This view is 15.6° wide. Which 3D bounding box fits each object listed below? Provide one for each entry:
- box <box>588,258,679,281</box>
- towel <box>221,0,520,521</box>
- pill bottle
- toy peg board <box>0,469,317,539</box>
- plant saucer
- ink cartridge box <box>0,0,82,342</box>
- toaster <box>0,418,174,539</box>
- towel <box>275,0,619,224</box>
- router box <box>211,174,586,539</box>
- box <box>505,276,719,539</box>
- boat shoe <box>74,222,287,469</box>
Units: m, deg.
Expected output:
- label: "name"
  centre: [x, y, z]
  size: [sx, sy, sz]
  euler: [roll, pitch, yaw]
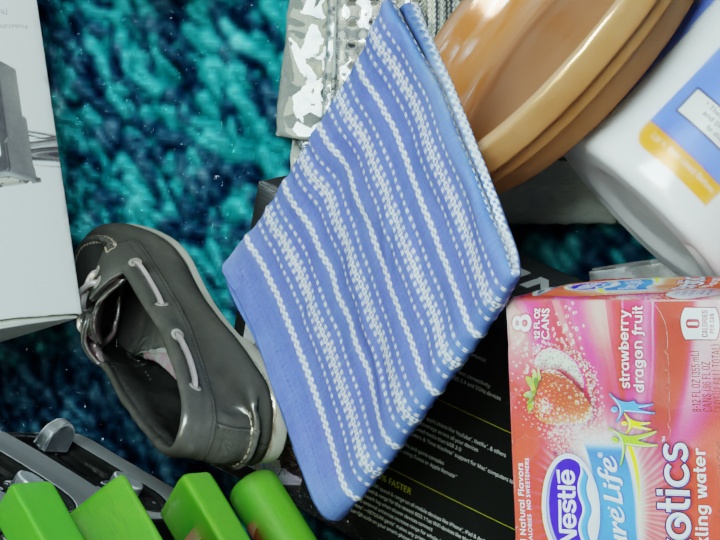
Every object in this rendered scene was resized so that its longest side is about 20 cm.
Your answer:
- label: "box"
  centre: [0.191, 0.089, 1.171]
  size: [0.157, 0.048, 0.201]
  euler: [-6, 85, 24]
- label: "towel"
  centre: [0.000, 0.000, 1.120]
  size: [0.200, 0.024, 0.145]
  euler: [-57, 46, 48]
- label: "pill bottle"
  centre: [0.189, -0.092, 1.127]
  size: [0.200, 0.112, 0.112]
  euler: [-46, 70, -4]
- label: "toy peg board"
  centre: [-0.104, 0.181, 1.191]
  size: [0.098, 0.199, 0.200]
  euler: [55, 128, 34]
- label: "plant saucer"
  centre: [0.086, -0.104, 1.137]
  size: [0.037, 0.200, 0.200]
  euler: [39, 107, -16]
- label: "ink cartridge box"
  centre: [-0.220, -0.057, 1.315]
  size: [0.145, 0.083, 0.201]
  euler: [-16, 81, 54]
- label: "toaster"
  centre: [-0.190, 0.172, 1.273]
  size: [0.118, 0.181, 0.201]
  euler: [33, 102, 27]
- label: "towel"
  centre: [0.052, -0.117, 1.249]
  size: [0.199, 0.034, 0.194]
  euler: [2, 89, 25]
- label: "router box"
  centre: [0.028, 0.056, 1.209]
  size: [0.199, 0.051, 0.150]
  euler: [25, 114, 33]
- label: "box"
  centre: [0.125, 0.104, 1.055]
  size: [0.099, 0.095, 0.201]
  euler: [-1, 94, 31]
- label: "boat shoe"
  centre: [-0.103, 0.031, 1.258]
  size: [0.200, 0.057, 0.067]
  euler: [42, 125, 48]
